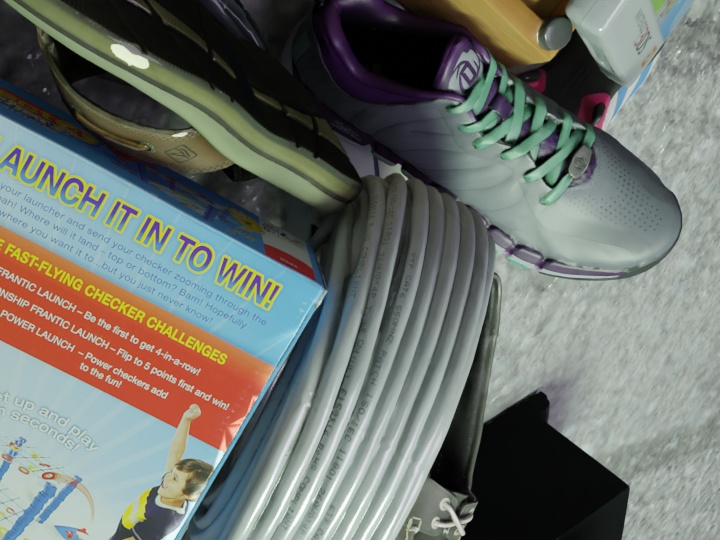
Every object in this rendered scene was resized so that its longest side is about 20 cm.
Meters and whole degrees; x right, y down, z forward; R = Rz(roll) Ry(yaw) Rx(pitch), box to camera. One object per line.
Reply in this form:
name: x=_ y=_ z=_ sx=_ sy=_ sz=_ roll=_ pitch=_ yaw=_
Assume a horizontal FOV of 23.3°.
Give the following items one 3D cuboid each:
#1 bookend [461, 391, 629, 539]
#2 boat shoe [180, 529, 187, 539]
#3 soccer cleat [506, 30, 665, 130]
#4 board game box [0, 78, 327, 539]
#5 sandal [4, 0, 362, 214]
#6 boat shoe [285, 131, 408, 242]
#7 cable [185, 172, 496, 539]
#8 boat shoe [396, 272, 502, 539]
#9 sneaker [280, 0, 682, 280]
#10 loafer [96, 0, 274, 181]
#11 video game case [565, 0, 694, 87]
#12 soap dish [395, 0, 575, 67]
bookend: x=0.108 y=0.202 z=1.084 sx=0.200 sy=0.199 sz=0.092 roll=-29 pitch=139 yaw=-31
boat shoe: x=-0.024 y=0.123 z=0.984 sx=0.093 sy=0.075 sz=0.200 roll=-25 pitch=178 yaw=28
soccer cleat: x=0.090 y=-0.076 z=0.888 sx=0.200 sy=0.070 sz=0.086 roll=-43 pitch=176 yaw=-35
board game box: x=-0.147 y=0.035 z=0.642 sx=0.200 sy=0.056 sz=0.196 roll=29 pitch=101 yaw=-14
sandal: x=-0.072 y=-0.065 z=0.626 sx=0.057 sy=0.080 sz=0.201 roll=-34 pitch=138 yaw=17
boat shoe: x=0.000 y=0.000 z=0.885 sx=0.070 sy=0.071 sz=0.200 roll=-22 pitch=130 yaw=-33
cable: x=-0.012 y=0.056 z=0.724 sx=0.200 sy=0.069 sz=0.200 roll=-67 pitch=-171 yaw=-12
boat shoe: x=0.041 y=0.090 z=0.933 sx=0.067 sy=0.057 sz=0.201 roll=28 pitch=62 yaw=-58
sneaker: x=0.056 y=-0.059 z=0.766 sx=0.075 sy=0.200 sz=0.088 roll=-64 pitch=-178 yaw=-14
loafer: x=-0.087 y=-0.102 z=0.686 sx=0.072 sy=0.073 sz=0.200 roll=-35 pitch=135 yaw=-9
video game case: x=0.164 y=-0.174 z=0.760 sx=0.200 sy=0.022 sz=0.182 roll=-54 pitch=170 yaw=7
soap dish: x=0.075 y=-0.197 z=0.740 sx=0.157 sy=0.081 sz=0.200 roll=35 pitch=94 yaw=-41
